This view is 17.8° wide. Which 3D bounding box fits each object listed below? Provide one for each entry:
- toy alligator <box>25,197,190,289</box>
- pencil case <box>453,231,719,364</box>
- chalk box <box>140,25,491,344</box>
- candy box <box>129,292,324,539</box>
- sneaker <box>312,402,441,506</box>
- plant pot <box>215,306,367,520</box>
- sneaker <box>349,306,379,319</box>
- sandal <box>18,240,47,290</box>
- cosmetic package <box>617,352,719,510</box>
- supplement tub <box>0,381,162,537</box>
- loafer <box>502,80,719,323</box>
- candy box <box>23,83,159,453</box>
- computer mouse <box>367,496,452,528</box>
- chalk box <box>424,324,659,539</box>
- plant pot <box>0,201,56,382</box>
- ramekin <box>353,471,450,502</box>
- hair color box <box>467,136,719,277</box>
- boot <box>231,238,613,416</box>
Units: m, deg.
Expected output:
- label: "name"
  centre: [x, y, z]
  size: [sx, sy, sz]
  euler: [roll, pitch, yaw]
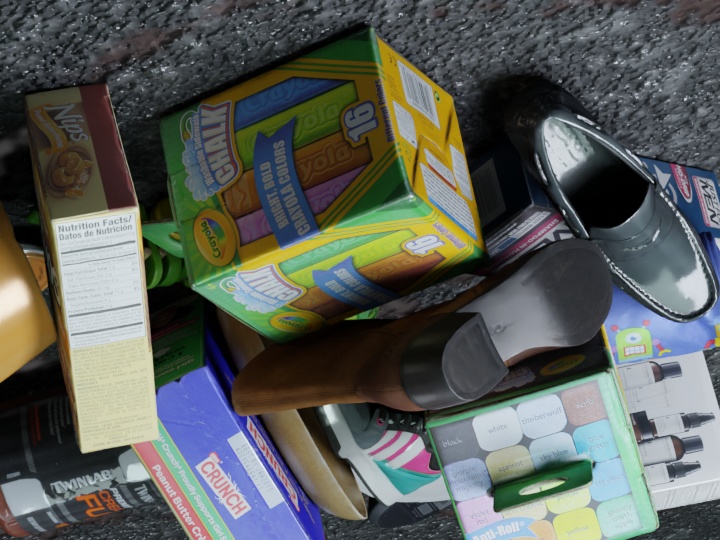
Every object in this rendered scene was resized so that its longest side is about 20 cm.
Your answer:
- label: "toy alligator"
  centre: [-0.129, -0.011, 1.533]
  size: [0.200, 0.054, 0.059]
  euler: [8, 148, -36]
- label: "pencil case"
  centre: [0.159, 0.035, 1.590]
  size: [0.199, 0.078, 0.087]
  euler: [-14, 127, 7]
- label: "chalk box"
  centre: [-0.042, -0.041, 1.430]
  size: [0.200, 0.124, 0.125]
  euler: [-23, 153, 20]
- label: "candy box"
  centre: [-0.096, 0.120, 1.580]
  size: [0.077, 0.169, 0.200]
  euler: [-29, -166, 2]
- label: "sneaker"
  centre: [0.035, 0.094, 1.635]
  size: [0.121, 0.084, 0.200]
  euler: [-30, 150, 4]
- label: "plant pot"
  centre: [-0.052, 0.089, 1.605]
  size: [0.027, 0.200, 0.200]
  euler: [-28, 153, 3]
- label: "sneaker"
  centre: [0.000, 0.000, 1.584]
  size: [0.084, 0.074, 0.200]
  euler: [-38, 172, -9]
- label: "sandal"
  centre: [-0.285, 0.042, 1.565]
  size: [0.206, 0.059, 0.079]
  euler: [-24, 153, 23]
- label: "cosmetic package"
  centre: [0.212, 0.074, 1.697]
  size: [0.082, 0.201, 0.051]
  euler: [-10, 155, -6]
- label: "supplement tub"
  centre: [-0.184, 0.127, 1.733]
  size: [0.199, 0.107, 0.107]
  euler: [-16, 155, 8]
- label: "loafer"
  centre: [0.165, -0.037, 1.488]
  size: [0.068, 0.070, 0.201]
  euler: [-40, 110, 5]
- label: "candy box"
  centre: [-0.163, 0.001, 1.402]
  size: [0.055, 0.116, 0.200]
  euler: [-11, 135, -10]
- label: "computer mouse"
  centre: [0.092, 0.161, 2.006]
  size: [0.200, 0.053, 0.139]
  euler: [-25, 155, 1]
- label: "chalk box"
  centre: [0.112, 0.107, 1.469]
  size: [0.124, 0.200, 0.124]
  euler: [-16, 114, 7]
- label: "plant pot"
  centre: [-0.292, 0.024, 1.397]
  size: [0.183, 0.201, 0.200]
  euler: [-25, 157, -12]
- label: "ramekin"
  centre: [0.081, 0.102, 1.820]
  size: [0.202, 0.094, 0.203]
  euler: [-10, 154, -5]
- label: "hair color box"
  centre: [0.156, -0.035, 1.611]
  size: [0.200, 0.061, 0.100]
  euler: [8, 148, -38]
- label: "boot"
  centre: [0.042, 0.043, 1.463]
  size: [0.200, 0.069, 0.188]
  euler: [-10, -156, 48]
